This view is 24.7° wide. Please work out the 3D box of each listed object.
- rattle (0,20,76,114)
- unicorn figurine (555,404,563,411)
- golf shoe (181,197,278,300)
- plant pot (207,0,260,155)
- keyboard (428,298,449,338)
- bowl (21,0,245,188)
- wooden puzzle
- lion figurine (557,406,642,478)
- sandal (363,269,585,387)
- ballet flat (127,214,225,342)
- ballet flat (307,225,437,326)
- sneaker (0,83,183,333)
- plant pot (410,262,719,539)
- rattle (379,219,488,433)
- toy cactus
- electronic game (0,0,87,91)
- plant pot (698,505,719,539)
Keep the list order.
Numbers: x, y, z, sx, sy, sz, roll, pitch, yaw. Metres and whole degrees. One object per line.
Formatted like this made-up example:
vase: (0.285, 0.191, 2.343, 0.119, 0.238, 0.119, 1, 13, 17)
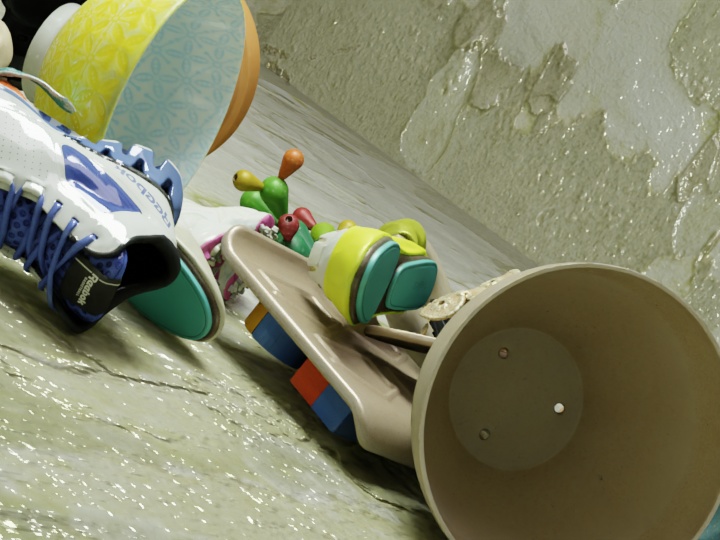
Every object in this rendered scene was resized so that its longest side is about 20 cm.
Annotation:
rattle: (-0.276, -0.176, 1.085, 0.129, 0.144, 0.199, -4, 21, -41)
unicorn figurine: (0.182, 0.109, 1.348, 0.138, 0.073, 0.201, -101, 169, -49)
golf shoe: (-0.120, -0.026, 1.198, 0.091, 0.076, 0.200, 31, 6, 9)
plant pot: (-0.190, -0.170, 1.361, 0.199, 0.201, 0.140, 32, 14, -4)
keyboard: (0.098, 0.083, 1.263, 0.128, 0.020, 0.200, 68, 17, 9)
bowl: (-0.179, -0.135, 1.187, 0.107, 0.202, 0.200, 27, 6, 13)
wooden puzzle: (-0.004, 0.070, 1.122, 0.185, 0.046, 0.200, 28, 20, -51)
lion figurine: (0.158, 0.129, 1.175, 0.072, 0.123, 0.200, 31, 7, -13)
sandal: (0.109, 0.036, 1.131, 0.209, 0.070, 0.078, 14, -6, -8)
ballet flat: (-0.152, -0.030, 1.061, 0.199, 0.070, 0.069, 36, 8, 14)
ballet flat: (0.000, 0.000, 1.144, 0.067, 0.067, 0.200, 24, 4, 15)
sneaker: (-0.178, -0.032, 0.919, 0.198, 0.081, 0.116, 15, 31, -30)
plant pot: (0.115, 0.090, 1.027, 0.199, 0.202, 0.134, 31, -2, -14)
rattle: (0.027, 0.068, 1.337, 0.201, 0.142, 0.131, 61, 4, -35)
toy cactus: (-0.040, -0.021, 1.477, 0.165, 0.102, 0.200, 45, 2, 15)
electronic game: (-0.230, -0.216, 1.213, 0.199, 0.200, 0.042, 27, 27, -39)
plant pot: (0.304, 0.171, 1.177, 0.199, 0.196, 0.197, 11, 39, -37)
